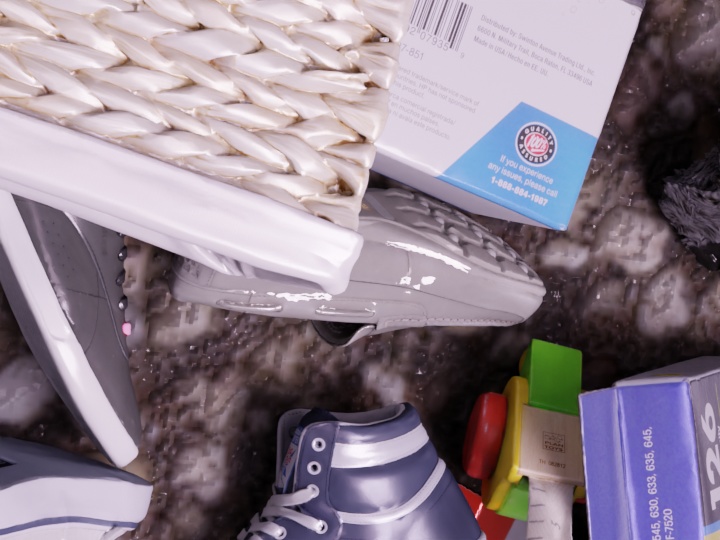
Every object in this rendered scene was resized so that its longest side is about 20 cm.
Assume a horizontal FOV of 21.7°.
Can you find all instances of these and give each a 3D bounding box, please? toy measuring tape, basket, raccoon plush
[{"bbox_3d":[0.080,0.111,0.874,0.074,0.073,0.201,45,32,-26],"label":"toy measuring tape"},{"bbox_3d":[-0.092,-0.081,0.686,0.199,0.135,0.124,20,86,-19],"label":"basket"},{"bbox_3d":[0.234,-0.061,0.919,0.097,0.200,0.134,44,75,1],"label":"raccoon plush"}]

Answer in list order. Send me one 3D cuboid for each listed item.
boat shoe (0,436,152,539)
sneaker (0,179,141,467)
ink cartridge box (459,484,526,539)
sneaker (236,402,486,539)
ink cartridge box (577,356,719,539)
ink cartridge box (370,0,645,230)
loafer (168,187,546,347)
[{"bbox_3d":[-0.145,0.116,0.743,0.074,0.202,0.087,17,92,13],"label":"boat shoe"},{"bbox_3d":[-0.106,-0.021,0.791,0.099,0.071,0.201,-25,104,-18],"label":"sneaker"},{"bbox_3d":[0.060,0.201,0.930,0.200,0.057,0.163,32,82,-33],"label":"ink cartridge box"},{"bbox_3d":[-0.044,0.131,0.852,0.199,0.070,0.109,-24,98,-15],"label":"sneaker"},{"bbox_3d":[0.163,0.146,0.905,0.200,0.047,0.199,-6,91,-66],"label":"ink cartridge box"},{"bbox_3d":[0.051,-0.138,0.854,0.145,0.084,0.201,21,87,-29],"label":"ink cartridge box"},{"bbox_3d":[0.000,0.000,0.861,0.199,0.070,0.070,14,115,-36],"label":"loafer"}]
